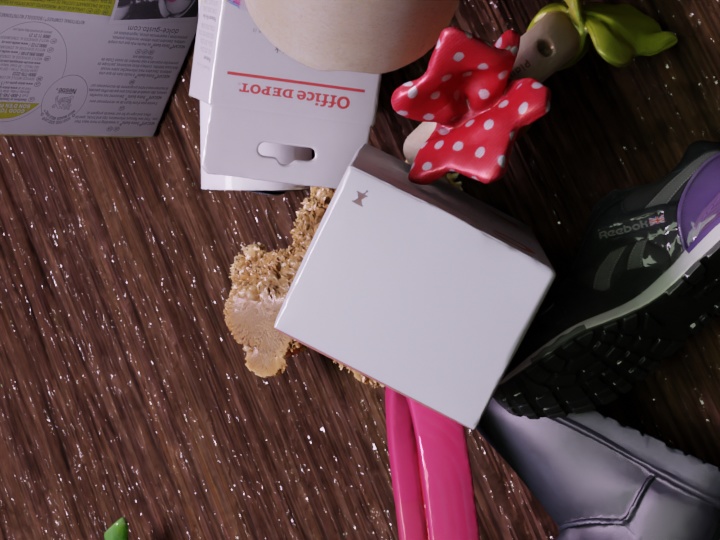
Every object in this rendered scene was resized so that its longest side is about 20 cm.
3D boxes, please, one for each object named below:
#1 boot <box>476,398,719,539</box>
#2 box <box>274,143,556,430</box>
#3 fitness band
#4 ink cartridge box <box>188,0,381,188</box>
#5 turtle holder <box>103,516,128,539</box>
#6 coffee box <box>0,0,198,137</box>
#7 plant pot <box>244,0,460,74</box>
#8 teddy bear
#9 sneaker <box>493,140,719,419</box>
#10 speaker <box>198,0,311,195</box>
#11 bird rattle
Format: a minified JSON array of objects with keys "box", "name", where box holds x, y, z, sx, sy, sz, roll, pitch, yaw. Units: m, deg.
[{"box":[0.116,0.165,1.022,0.199,0.076,0.170,24,85,30],"name":"boot"},{"box":[0.031,0.002,0.991,0.123,0.200,0.098,27,98,-1],"name":"box"},{"box":[0.049,0.154,1.076,0.144,0.037,0.203,-158,59,-81],"name":"fitness band"},{"box":[-0.044,-0.160,1.107,0.068,0.114,0.203,-148,65,-69],"name":"ink cartridge box"},{"box":[-0.199,0.292,1.283,0.132,0.141,0.186,47,112,7],"name":"turtle holder"},{"box":[-0.245,-0.228,1.242,0.199,0.199,0.199,40,117,31],"name":"coffee box"},{"box":[0.001,-0.214,0.957,0.201,0.199,0.184,57,159,21],"name":"plant pot"},{"box":[0.000,0.000,1.152,0.145,0.067,0.200,49,117,11],"name":"teddy bear"},{"box":[0.151,0.005,0.992,0.199,0.076,0.088,-35,50,5],"name":"sneaker"},{"box":[-0.072,-0.153,1.181,0.081,0.081,0.203,3,96,39],"name":"speaker"},{"box":[0.085,-0.102,0.998,0.112,0.200,0.163,41,150,-3],"name":"bird rattle"}]
